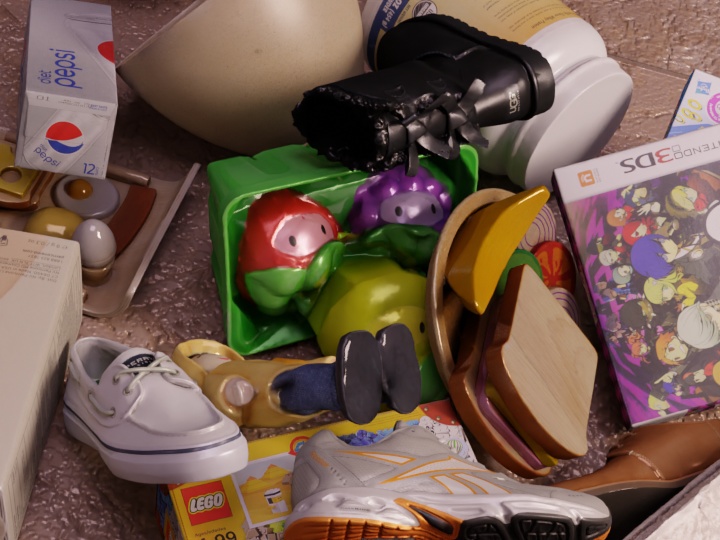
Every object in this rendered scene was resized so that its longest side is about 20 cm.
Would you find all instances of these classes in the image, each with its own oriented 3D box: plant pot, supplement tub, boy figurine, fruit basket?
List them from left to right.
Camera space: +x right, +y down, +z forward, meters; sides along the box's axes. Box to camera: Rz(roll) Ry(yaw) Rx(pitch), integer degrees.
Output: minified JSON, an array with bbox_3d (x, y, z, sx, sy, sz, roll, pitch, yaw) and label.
[{"bbox_3d":[-0.073,-0.168,1.145,0.135,0.200,0.200,51,51,-14],"label":"plant pot"},{"bbox_3d":[-0.050,0.072,0.952,0.124,0.200,0.065,-8,92,-43],"label":"boy figurine"},{"bbox_3d":[0.000,0.000,1.040,0.215,0.156,0.216,1,34,-1],"label":"fruit basket"},{"bbox_3d":[0.110,-0.170,1.190,0.144,0.145,0.200,-30,61,-31],"label":"supplement tub"}]

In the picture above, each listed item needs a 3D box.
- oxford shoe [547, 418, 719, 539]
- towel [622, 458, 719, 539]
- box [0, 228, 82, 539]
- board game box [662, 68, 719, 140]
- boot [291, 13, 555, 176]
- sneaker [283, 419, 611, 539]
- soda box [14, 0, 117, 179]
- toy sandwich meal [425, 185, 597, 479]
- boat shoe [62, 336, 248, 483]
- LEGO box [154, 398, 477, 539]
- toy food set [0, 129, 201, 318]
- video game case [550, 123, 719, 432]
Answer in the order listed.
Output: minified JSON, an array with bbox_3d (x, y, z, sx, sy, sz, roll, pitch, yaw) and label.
[{"bbox_3d":[0.188,0.144,1.001,0.199,0.071,0.071,-7,47,-31],"label":"oxford shoe"},{"bbox_3d":[0.263,0.189,0.959,0.200,0.034,0.133,-32,94,-30],"label":"towel"},{"bbox_3d":[-0.242,0.077,0.950,0.077,0.095,0.201,10,48,-2],"label":"box"},{"bbox_3d":[0.307,-0.024,1.110,0.199,0.056,0.196,22,79,8],"label":"board game box"},{"bbox_3d":[0.025,-0.127,1.052,0.162,0.074,0.198,-21,27,-29],"label":"boot"},{"bbox_3d":[0.053,0.130,0.878,0.199,0.076,0.092,5,46,-9],"label":"sneaker"},{"bbox_3d":[-0.224,-0.144,1.110,0.068,0.064,0.200,7,28,-15],"label":"soda box"},{"bbox_3d":[0.118,0.036,1.009,0.070,0.205,0.205,-11,35,39],"label":"toy sandwich meal"},{"bbox_3d":[-0.140,0.083,0.910,0.073,0.067,0.200,-15,14,-36],"label":"boat shoe"},{"bbox_3d":[-0.014,0.179,0.920,0.199,0.077,0.149,-11,54,-19],"label":"LEGO box"},{"bbox_3d":[-0.236,-0.056,1.082,0.199,0.061,0.144,18,50,3],"label":"toy food set"},{"bbox_3d":[0.253,-0.003,1.061,0.180,0.036,0.201,-15,77,2],"label":"video game case"}]
